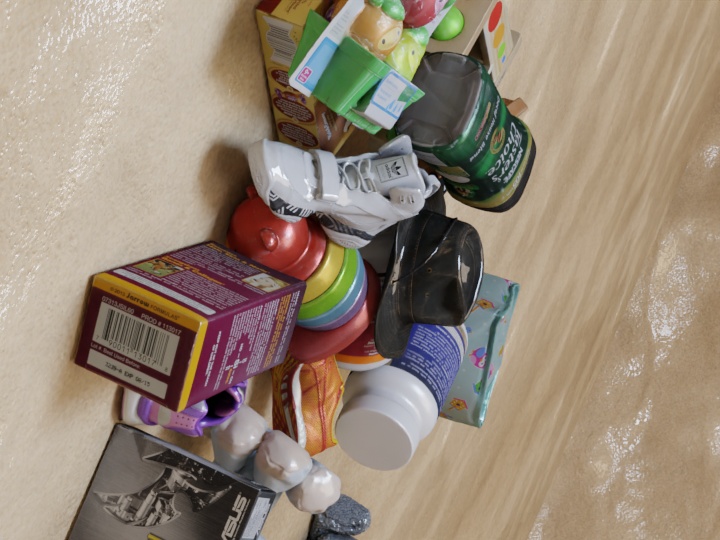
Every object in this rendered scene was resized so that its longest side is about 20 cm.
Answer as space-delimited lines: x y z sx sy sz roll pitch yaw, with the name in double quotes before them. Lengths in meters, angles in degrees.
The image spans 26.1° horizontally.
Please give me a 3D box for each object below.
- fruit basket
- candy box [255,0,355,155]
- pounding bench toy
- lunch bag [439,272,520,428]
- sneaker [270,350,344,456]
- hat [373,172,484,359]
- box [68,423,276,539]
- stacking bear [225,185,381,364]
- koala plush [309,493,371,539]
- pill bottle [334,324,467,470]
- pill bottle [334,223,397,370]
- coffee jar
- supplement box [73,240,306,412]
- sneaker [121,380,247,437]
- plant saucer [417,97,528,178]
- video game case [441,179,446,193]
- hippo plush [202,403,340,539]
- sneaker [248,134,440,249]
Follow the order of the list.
"fruit basket" 0.034 -0.219 1.374 0.200 0.094 0.185 -48 161 8
"candy box" -0.037 -0.204 1.462 0.117 0.056 0.200 -55 155 -29
"pounding bench toy" 0.065 -0.222 1.608 0.201 0.124 0.156 -61 159 -17
"lunch bag" 0.097 0.095 1.956 0.122 0.169 0.201 -59 161 -57
"sneaker" -0.055 0.108 1.683 0.077 0.073 0.201 -17 124 -34
"hat" 0.084 0.004 1.622 0.201 0.080 0.202 15 90 -75
"box" -0.186 0.261 1.412 0.201 0.158 0.048 -67 161 -3
"stacking bear" -0.065 -0.009 1.522 0.200 0.113 0.122 48 25 -56
"koala plush" 0.008 0.431 2.045 0.178 0.199 0.184 -54 157 -34
"pill bottle" 0.046 0.129 1.793 0.200 0.115 0.116 -63 163 -48
"pill bottle" 0.000 0.000 1.694 0.113 0.112 0.201 -43 149 -49
"coffee jar" 0.110 -0.132 1.549 0.200 0.085 0.105 38 70 -62
"supplement box" -0.145 0.044 1.362 0.200 0.110 0.086 -21 131 -64
"sneaker" -0.140 0.101 1.473 0.200 0.088 0.081 -39 145 -56
"plant saucer" 0.101 -0.132 1.745 0.200 0.032 0.200 -38 180 0
"video game case" 0.088 -0.152 1.892 0.200 0.025 0.181 -49 154 -39
"hippo plush" -0.137 0.221 1.551 0.159 0.200 0.161 41 80 -24
"sneaker" -0.012 -0.088 1.433 0.200 0.114 0.076 28 42 -53
